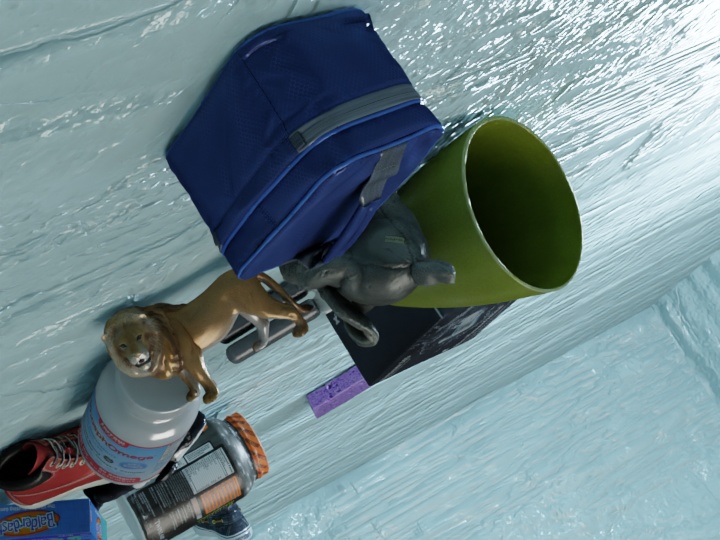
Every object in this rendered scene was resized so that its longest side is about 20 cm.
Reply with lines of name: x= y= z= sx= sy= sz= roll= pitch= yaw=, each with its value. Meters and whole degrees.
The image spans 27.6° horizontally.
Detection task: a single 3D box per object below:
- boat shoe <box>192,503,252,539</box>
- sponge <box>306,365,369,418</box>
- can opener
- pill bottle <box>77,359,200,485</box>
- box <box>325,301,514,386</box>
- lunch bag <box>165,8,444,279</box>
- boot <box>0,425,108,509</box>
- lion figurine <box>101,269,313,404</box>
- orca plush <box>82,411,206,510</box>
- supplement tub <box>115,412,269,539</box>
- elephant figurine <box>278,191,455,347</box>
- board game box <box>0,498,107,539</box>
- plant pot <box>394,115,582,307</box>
boat shoe: x=-0.258 y=0.428 z=2.633 sx=0.071 sy=0.091 sz=0.200 roll=-25 pitch=-168 yaw=-27
sponge: x=0.005 y=0.170 z=2.365 sx=0.199 sy=0.030 sz=0.112 roll=-31 pitch=167 yaw=-4
can opener: x=-0.068 y=0.039 z=1.645 sx=0.199 sy=0.053 sz=0.066 roll=-31 pitch=168 yaw=-7
pill bottle: x=-0.228 y=0.144 z=1.529 sx=0.108 sy=0.109 sz=0.200 roll=-25 pitch=165 yaw=-28
box: x=0.096 y=0.028 z=1.854 sx=0.199 sy=0.118 sz=0.197 roll=-21 pitch=163 yaw=-37
lunch bag: x=-0.043 y=-0.079 z=1.082 sx=0.135 sy=0.133 sz=0.200 roll=-22 pitch=163 yaw=-39
boot: x=-0.309 y=0.198 z=1.634 sx=0.199 sy=0.073 sz=0.144 roll=-26 pitch=165 yaw=-11
lion figurine: x=-0.146 y=0.049 z=1.414 sx=0.200 sy=0.123 sz=0.072 roll=-38 pitch=-160 yaw=-22
orca plush: x=-0.290 y=0.224 z=1.852 sx=0.199 sy=0.071 sz=0.106 roll=-28 pitch=-144 yaw=29
supplement tub: x=-0.233 y=0.283 z=2.005 sx=0.199 sy=0.123 sz=0.123 roll=-27 pitch=167 yaw=-20
elephant figurine: x=0.000 y=0.000 z=1.439 sx=0.141 sy=0.156 sz=0.200 roll=-14 pitch=155 yaw=-7
board game box: x=-0.396 y=0.321 z=1.802 sx=0.151 sy=0.045 sz=0.200 roll=-4 pitch=164 yaw=-5
plant pot: x=0.097 y=-0.038 z=1.535 sx=0.200 sy=0.188 sz=0.187 roll=-24 pitch=176 yaw=41
